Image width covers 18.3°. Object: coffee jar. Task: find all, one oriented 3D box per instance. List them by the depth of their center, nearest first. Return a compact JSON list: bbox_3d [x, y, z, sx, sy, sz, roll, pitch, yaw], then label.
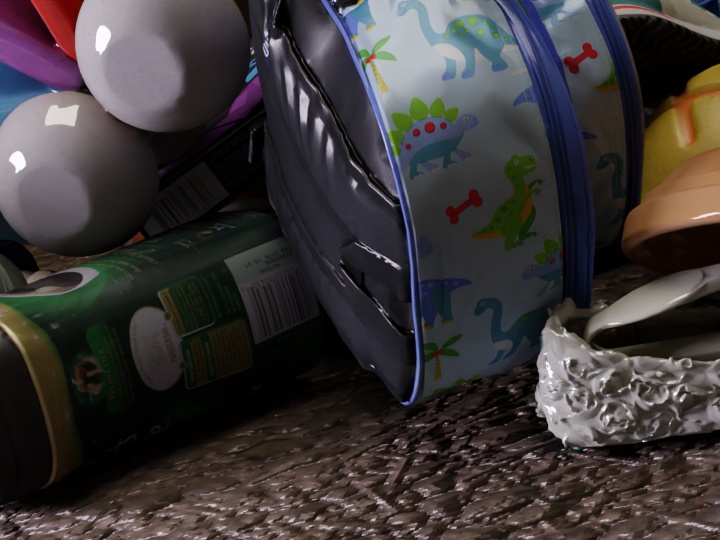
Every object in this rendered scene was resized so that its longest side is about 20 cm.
[{"bbox_3d":[-0.120,0.040,1.030,0.200,0.086,0.104,-22,12,-35],"label":"coffee jar"}]

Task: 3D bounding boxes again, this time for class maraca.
[{"bbox_3d":[0.211,-0.054,1.048,0.200,0.107,0.137,-18,13,-21],"label":"maraca"}]

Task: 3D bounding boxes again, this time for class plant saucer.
[{"bbox_3d":[0.205,-0.022,0.896,0.199,0.038,0.200,3,-9,1],"label":"plant saucer"}]

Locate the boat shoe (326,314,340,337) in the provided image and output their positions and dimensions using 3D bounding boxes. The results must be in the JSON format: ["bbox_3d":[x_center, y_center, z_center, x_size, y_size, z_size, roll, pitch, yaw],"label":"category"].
[{"bbox_3d":[-0.002,-0.006,1.119,0.202,0.075,0.075,-3,20,38],"label":"boat shoe"}]

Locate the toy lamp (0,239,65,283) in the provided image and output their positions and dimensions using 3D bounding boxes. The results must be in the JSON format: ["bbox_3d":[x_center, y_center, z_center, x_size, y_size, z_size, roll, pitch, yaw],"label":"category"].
[{"bbox_3d":[-0.157,0.009,1.250,0.200,0.058,0.058,-1,18,33],"label":"toy lamp"}]

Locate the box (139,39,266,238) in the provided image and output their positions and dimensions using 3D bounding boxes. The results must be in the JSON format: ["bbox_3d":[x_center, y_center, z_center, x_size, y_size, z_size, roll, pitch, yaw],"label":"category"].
[{"bbox_3d":[-0.059,-0.092,1.246,0.143,0.036,0.200,-35,15,11],"label":"box"}]

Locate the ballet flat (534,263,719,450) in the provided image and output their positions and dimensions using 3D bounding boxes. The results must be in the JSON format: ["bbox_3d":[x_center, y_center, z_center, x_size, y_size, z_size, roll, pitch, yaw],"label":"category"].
[{"bbox_3d":[0.162,0.026,0.869,0.199,0.072,0.072,-10,14,11],"label":"ballet flat"}]

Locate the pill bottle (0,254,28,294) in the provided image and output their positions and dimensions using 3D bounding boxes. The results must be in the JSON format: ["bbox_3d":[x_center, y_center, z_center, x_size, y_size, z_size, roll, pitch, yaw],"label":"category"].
[{"bbox_3d":[-0.241,0.022,1.087,0.110,0.111,0.200,-8,-6,21],"label":"pill bottle"}]

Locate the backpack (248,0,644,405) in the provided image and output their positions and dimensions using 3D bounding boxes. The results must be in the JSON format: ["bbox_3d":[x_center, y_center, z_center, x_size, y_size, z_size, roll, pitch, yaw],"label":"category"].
[{"bbox_3d":[0.039,-0.059,0.949,0.147,0.183,0.200,-15,45,-10],"label":"backpack"}]

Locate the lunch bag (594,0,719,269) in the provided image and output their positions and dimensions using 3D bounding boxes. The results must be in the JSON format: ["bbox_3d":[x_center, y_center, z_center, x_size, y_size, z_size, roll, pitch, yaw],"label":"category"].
[{"bbox_3d":[0.115,-0.086,1.208,0.200,0.133,0.136,-25,18,-37],"label":"lunch bag"}]

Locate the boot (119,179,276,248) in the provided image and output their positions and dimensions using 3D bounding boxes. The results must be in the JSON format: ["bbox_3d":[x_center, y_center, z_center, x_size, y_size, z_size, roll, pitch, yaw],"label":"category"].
[{"bbox_3d":[-0.035,-0.040,1.310,0.200,0.075,0.107,-25,22,-17],"label":"boot"}]

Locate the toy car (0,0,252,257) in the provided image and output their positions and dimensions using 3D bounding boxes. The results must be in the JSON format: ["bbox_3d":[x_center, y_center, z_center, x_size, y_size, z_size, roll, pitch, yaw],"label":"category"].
[{"bbox_3d":[-0.131,-0.118,1.094,0.200,0.150,0.175,-51,8,28],"label":"toy car"}]

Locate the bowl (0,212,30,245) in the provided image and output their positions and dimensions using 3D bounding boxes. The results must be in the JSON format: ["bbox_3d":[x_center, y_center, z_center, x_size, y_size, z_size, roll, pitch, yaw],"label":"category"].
[{"bbox_3d":[-0.226,-0.071,1.240,0.200,0.105,0.201,-11,-5,-1],"label":"bowl"}]

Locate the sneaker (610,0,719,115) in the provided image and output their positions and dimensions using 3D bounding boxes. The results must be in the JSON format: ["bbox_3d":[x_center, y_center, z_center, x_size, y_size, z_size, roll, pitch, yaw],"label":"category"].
[{"bbox_3d":[0.139,-0.118,1.098,0.070,0.094,0.200,-45,-31,22],"label":"sneaker"}]

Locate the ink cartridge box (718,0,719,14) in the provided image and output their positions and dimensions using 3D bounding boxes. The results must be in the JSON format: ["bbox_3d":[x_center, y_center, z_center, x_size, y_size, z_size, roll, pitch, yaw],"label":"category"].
[{"bbox_3d":[0.267,-0.125,1.250,0.068,0.116,0.200,-5,17,27],"label":"ink cartridge box"}]
